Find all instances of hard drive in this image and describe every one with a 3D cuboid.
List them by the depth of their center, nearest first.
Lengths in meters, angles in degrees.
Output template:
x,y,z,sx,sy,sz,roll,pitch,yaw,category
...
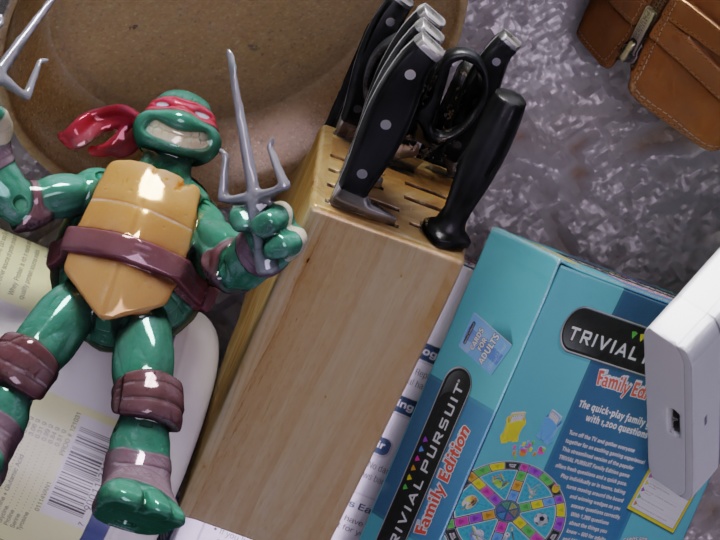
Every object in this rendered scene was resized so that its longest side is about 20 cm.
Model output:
x,y,z,sx,sy,sz,roll,pitch,yaw,category
0.192,-0.007,0.969,0.027,0.132,0.200,34,69,26,hard drive

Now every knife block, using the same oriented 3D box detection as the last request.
x,y,z,sx,sy,sz,roll,pitch,yaw,category
0.000,0.000,0.876,0.064,0.176,0.200,20,73,-8,knife block

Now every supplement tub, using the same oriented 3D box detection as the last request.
x,y,z,sx,sy,sz,roll,pitch,yaw,category
-0.174,0.049,0.947,0.200,0.145,0.145,23,95,-10,supplement tub

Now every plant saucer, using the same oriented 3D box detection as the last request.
x,y,z,sx,sy,sz,roll,pitch,yaw,category
-0.055,-0.106,0.951,0.200,0.035,0.200,-12,140,-10,plant saucer

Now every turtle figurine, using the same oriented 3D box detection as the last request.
x,y,z,sx,sy,sz,roll,pitch,yaw,category
-0.088,-0.008,0.864,0.149,0.101,0.200,9,70,17,turtle figurine

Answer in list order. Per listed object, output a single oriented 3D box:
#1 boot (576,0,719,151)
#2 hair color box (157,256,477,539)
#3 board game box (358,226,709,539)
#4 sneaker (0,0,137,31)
x,y,z,sx,sy,sz,roll,pitch,yaw,category
0.174,-0.111,0.940,0.077,0.200,0.155,-7,133,-45,boot
-0.018,0.076,1.013,0.100,0.061,0.200,23,95,-9,hair color box
0.082,0.097,1.002,0.151,0.047,0.200,19,97,-42,board game box
-0.098,-0.143,0.973,0.200,0.074,0.079,-9,124,-9,sneaker
